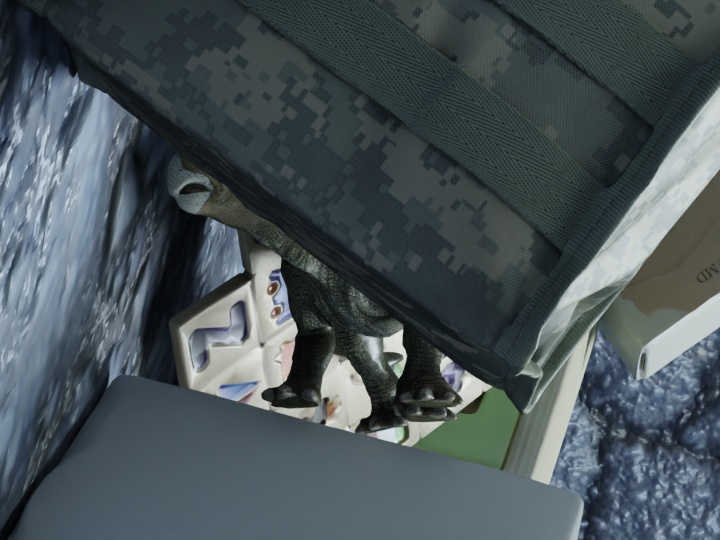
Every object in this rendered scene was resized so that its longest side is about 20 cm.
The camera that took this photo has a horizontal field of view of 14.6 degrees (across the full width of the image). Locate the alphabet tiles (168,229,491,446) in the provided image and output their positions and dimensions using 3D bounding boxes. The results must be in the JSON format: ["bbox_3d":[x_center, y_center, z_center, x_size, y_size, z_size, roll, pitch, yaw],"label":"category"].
[{"bbox_3d":[0.000,0.000,1.009,0.167,0.008,0.201,-34,139,-26],"label":"alphabet tiles"}]

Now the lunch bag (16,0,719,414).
[{"bbox_3d":[0.040,-0.091,0.727,0.200,0.164,0.118,-52,170,-5],"label":"lunch bag"}]

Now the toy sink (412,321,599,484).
[{"bbox_3d":[0.035,0.042,1.292,0.112,0.130,0.201,96,13,-49],"label":"toy sink"}]

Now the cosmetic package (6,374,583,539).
[{"bbox_3d":[-0.039,0.173,0.891,0.168,0.165,0.201,-61,163,-59],"label":"cosmetic package"}]

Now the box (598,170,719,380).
[{"bbox_3d":[0.119,-0.056,1.399,0.095,0.200,0.078,-35,166,-5],"label":"box"}]

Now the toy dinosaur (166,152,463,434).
[{"bbox_3d":[0.006,-0.001,0.941,0.200,0.076,0.103,24,65,-67],"label":"toy dinosaur"}]
